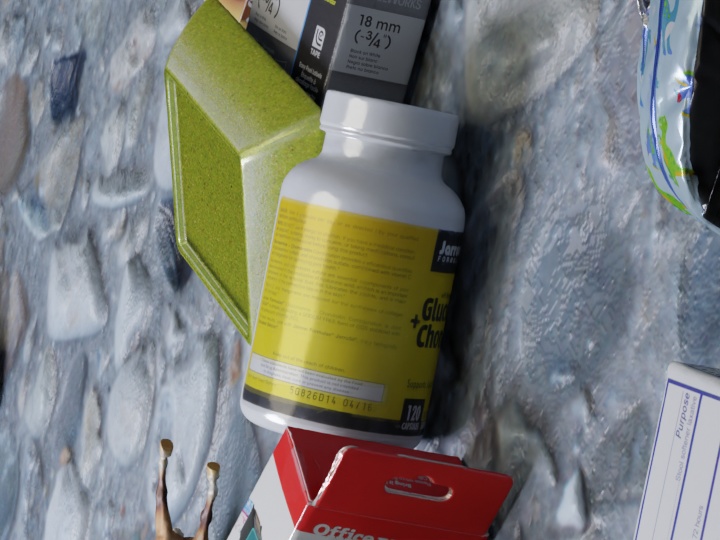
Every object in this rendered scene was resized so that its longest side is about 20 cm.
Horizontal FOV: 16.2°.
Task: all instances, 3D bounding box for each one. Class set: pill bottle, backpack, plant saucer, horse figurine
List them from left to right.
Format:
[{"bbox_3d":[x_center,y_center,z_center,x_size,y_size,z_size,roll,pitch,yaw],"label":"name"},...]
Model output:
[{"bbox_3d":[-0.099,0.204,1.669,0.200,0.050,0.133,45,134,50],"label":"horse figurine"},{"bbox_3d":[-0.078,-0.048,1.632,0.200,0.048,0.201,-132,33,-52],"label":"plant saucer"},{"bbox_3d":[0.000,0.000,1.487,0.112,0.112,0.201,18,98,62],"label":"pill bottle"},{"bbox_3d":[0.197,-0.107,1.124,0.154,0.162,0.201,-169,82,-71],"label":"backpack"}]

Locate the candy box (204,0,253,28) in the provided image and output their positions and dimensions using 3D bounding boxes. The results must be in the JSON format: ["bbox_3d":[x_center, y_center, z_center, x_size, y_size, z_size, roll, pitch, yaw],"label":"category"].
[{"bbox_3d":[-0.078,-0.249,1.778,0.117,0.056,0.200,-67,31,24],"label":"candy box"}]

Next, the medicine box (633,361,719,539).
[{"bbox_3d":[0.202,0.150,1.064,0.200,0.103,0.183,20,99,63],"label":"medicine box"}]

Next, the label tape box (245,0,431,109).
[{"bbox_3d":[-0.009,-0.187,1.617,0.144,0.063,0.201,37,114,60],"label":"label tape box"}]

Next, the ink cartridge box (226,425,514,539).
[{"bbox_3d":[-0.008,0.162,1.446,0.200,0.116,0.067,-62,30,30],"label":"ink cartridge box"}]
